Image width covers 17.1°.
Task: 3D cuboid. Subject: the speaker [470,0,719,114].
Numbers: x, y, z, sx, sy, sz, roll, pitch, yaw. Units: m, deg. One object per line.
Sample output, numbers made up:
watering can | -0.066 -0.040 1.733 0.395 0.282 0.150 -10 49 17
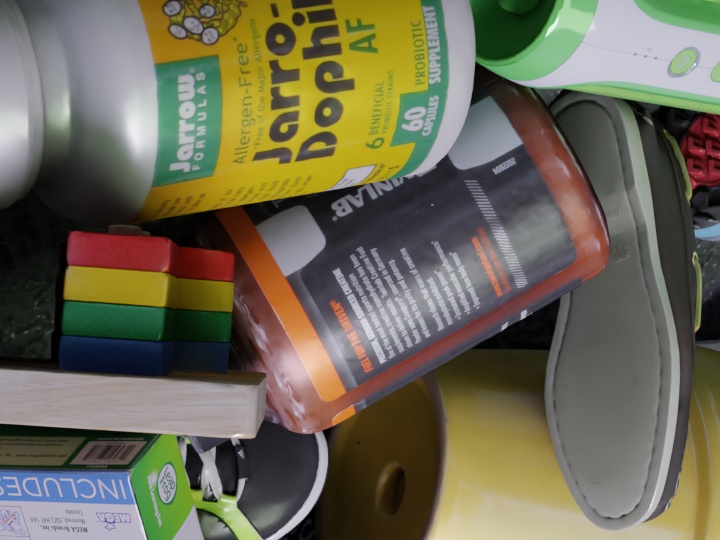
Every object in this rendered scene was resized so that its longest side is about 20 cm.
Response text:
speaker | 0.133 -0.111 1.029 0.200 0.089 0.089 5 128 -40

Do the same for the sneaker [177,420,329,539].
sneaker | -0.104 0.100 1.052 0.199 0.072 0.083 -11 170 -16

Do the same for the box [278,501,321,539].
box | -0.058 0.161 1.183 0.121 0.032 0.200 -62 147 -15

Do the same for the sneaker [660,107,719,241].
sneaker | 0.226 -0.087 1.153 0.200 0.079 0.096 -35 156 12

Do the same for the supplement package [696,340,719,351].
supplement package | 0.279 0.104 1.294 0.156 0.111 0.200 -5 166 44

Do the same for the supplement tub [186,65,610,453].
supplement tub | 0.000 0.000 1.031 0.200 0.107 0.107 -29 143 -6

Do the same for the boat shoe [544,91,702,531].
boat shoe | 0.125 0.019 1.092 0.072 0.202 0.061 -13 165 39

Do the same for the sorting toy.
sorting toy | -0.134 0.017 0.882 0.199 0.070 0.199 3 178 -1

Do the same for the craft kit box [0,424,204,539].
craft kit box | -0.148 0.153 0.983 0.049 0.200 0.198 -50 135 -56

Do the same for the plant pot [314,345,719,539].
plant pot | 0.088 0.121 1.174 0.188 0.201 0.201 13 124 -27

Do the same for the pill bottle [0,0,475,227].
pill bottle | -0.067 -0.077 0.893 0.200 0.113 0.113 -10 137 -28
